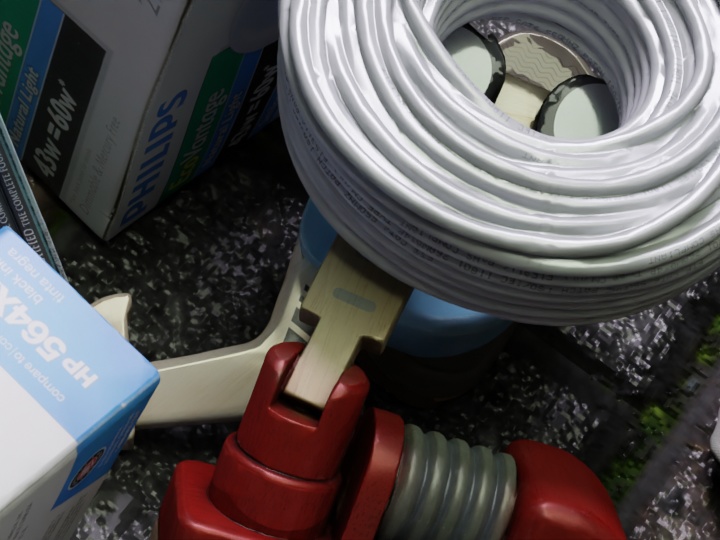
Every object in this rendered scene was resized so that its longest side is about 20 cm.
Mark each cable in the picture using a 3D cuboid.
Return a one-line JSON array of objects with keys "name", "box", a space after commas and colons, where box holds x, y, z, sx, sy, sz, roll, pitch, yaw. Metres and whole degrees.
[{"name": "cable", "box": [0.064, -0.076, 1.080, 0.200, 0.069, 0.200, 3, 60, -13]}]

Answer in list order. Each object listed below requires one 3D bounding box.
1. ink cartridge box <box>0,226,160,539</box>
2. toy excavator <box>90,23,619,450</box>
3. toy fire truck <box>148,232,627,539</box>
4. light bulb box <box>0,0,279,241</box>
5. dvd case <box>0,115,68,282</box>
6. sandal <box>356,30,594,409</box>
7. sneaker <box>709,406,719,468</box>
[{"name": "ink cartridge box", "box": [-0.180, 0.097, 1.017, 0.084, 0.146, 0.200, 45, 54, 7]}, {"name": "toy excavator", "box": [0.000, 0.000, 1.154, 0.194, 0.100, 0.200, 21, 77, -1]}, {"name": "toy fire truck", "box": [0.024, 0.071, 1.080, 0.176, 0.200, 0.129, 17, 18, -9]}, {"name": "light bulb box", "box": [-0.058, -0.151, 1.188, 0.125, 0.198, 0.200, 44, 56, 12]}, {"name": "dvd case", "box": [-0.157, -0.070, 1.083, 0.022, 0.200, 0.146, -26, 48, -10]}, {"name": "sandal", "box": [0.057, -0.030, 1.242, 0.082, 0.055, 0.200, 32, 54, 1]}, {"name": "sneaker", "box": [0.240, 0.066, 1.236, 0.202, 0.077, 0.146, -36, 79, -33]}]
